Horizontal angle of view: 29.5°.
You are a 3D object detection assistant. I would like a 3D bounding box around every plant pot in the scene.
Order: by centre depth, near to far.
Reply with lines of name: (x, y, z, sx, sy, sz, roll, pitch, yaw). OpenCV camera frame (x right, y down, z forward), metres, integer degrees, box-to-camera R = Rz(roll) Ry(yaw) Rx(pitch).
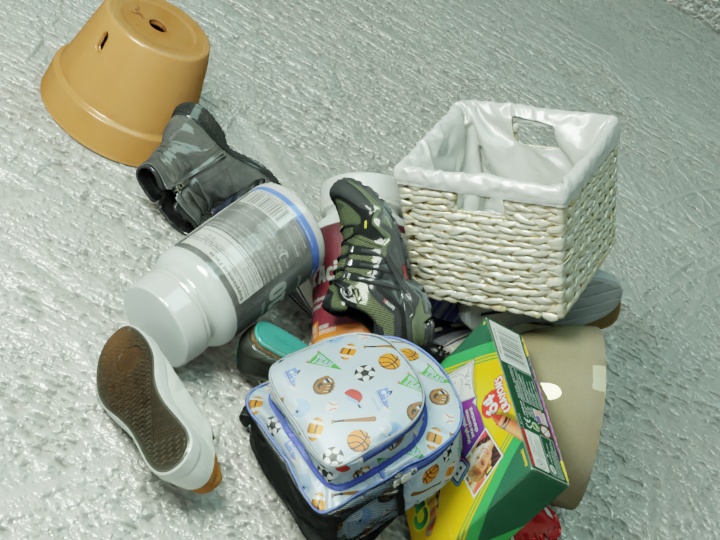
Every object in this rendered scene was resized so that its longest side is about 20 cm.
plant pot: (0.181, 0.152, 1.501, 0.132, 0.203, 0.201, 9, 33, -2)
plant pot: (-0.270, -0.241, 1.653, 0.198, 0.141, 0.201, 24, 32, -16)

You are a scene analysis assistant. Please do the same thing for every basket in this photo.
basket: (0.165, -0.072, 1.483, 0.195, 0.163, 0.200, 9, 33, 26)

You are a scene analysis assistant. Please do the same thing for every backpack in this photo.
backpack: (0.002, 0.148, 1.308, 0.188, 0.155, 0.201, -21, 56, -24)

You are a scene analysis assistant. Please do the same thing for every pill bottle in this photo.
pill bottle: (-0.139, 0.005, 1.404, 0.114, 0.114, 0.199, 42, 55, 15)
pill bottle: (0.002, 0.002, 1.512, 0.113, 0.114, 0.203, 12, 68, -32)

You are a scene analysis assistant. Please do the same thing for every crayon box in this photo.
crayon box: (0.112, 0.180, 1.375, 0.058, 0.173, 0.202, 26, 32, -30)

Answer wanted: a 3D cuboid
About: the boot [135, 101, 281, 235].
boot: (-0.175, -0.086, 1.602, 0.200, 0.069, 0.133, 42, 49, -24)

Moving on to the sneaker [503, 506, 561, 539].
sneaker: (0.169, 0.285, 1.390, 0.114, 0.079, 0.201, 17, 35, -23)

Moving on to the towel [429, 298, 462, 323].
towel: (0.081, -0.010, 1.658, 0.198, 0.145, 0.024, 31, 38, -4)

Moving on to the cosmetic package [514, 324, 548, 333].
cosmetic package: (0.211, 0.053, 1.732, 0.072, 0.104, 0.201, 7, 38, -38)

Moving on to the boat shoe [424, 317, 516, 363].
boat shoe: (0.109, 0.081, 1.611, 0.092, 0.075, 0.199, 33, 18, 24)

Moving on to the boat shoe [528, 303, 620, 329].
boat shoe: (0.210, 0.032, 1.619, 0.197, 0.073, 0.072, 2, 4, -17)

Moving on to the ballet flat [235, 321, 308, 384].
ballet flat: (-0.042, 0.120, 1.429, 0.198, 0.069, 0.068, 29, 32, -9)

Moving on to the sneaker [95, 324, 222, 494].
sneaker: (-0.189, 0.137, 1.288, 0.085, 0.073, 0.201, 47, 7, -47)

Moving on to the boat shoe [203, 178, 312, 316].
boat shoe: (-0.096, -0.009, 1.564, 0.201, 0.092, 0.075, 57, 34, -20)

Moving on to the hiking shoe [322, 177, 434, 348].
hiking shoe: (0.000, 0.000, 1.412, 0.099, 0.076, 0.202, -22, 75, -14)

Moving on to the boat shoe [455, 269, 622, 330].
boat shoe: (0.197, 0.019, 1.538, 0.197, 0.073, 0.071, -3, 35, -18)
